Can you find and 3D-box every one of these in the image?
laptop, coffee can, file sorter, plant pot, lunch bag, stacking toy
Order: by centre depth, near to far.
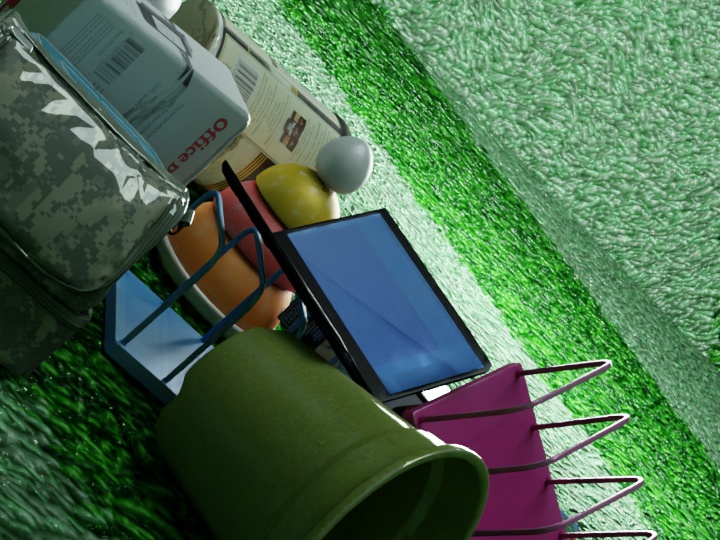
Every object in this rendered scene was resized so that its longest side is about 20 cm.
[{"bbox_3d":[-0.231,-0.059,1.355,0.200,0.168,0.140,45,14,-16],"label":"lunch bag"},{"bbox_3d":[-0.042,0.144,1.428,0.184,0.201,0.200,45,9,30],"label":"plant pot"},{"bbox_3d":[0.000,0.000,1.539,0.178,0.103,0.200,56,-3,28],"label":"laptop"},{"bbox_3d":[0.145,0.182,1.572,0.139,0.125,0.202,-20,97,-44],"label":"file sorter"},{"bbox_3d":[-0.090,0.055,1.600,0.200,0.123,0.139,43,14,-23],"label":"file sorter"},{"bbox_3d":[-0.067,-0.043,1.768,0.146,0.200,0.146,45,15,-16],"label":"stacking toy"},{"bbox_3d":[-0.126,-0.148,1.977,0.200,0.146,0.147,40,16,-34],"label":"coffee can"}]

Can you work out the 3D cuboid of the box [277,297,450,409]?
[{"bbox_3d":[0.026,0.101,1.762,0.200,0.060,0.117,51,10,24],"label":"box"}]

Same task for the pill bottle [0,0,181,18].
[{"bbox_3d":[-0.230,-0.239,1.773,0.112,0.200,0.112,45,14,-15],"label":"pill bottle"}]

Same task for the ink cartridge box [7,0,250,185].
[{"bbox_3d":[-0.213,-0.154,1.716,0.200,0.145,0.084,38,17,-39],"label":"ink cartridge box"}]

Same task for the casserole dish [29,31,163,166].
[{"bbox_3d":[-0.216,-0.117,1.600,0.200,0.039,0.121,46,5,-28],"label":"casserole dish"}]

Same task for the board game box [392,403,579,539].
[{"bbox_3d":[0.079,0.229,1.626,0.200,0.056,0.166,42,57,-32],"label":"board game box"}]
